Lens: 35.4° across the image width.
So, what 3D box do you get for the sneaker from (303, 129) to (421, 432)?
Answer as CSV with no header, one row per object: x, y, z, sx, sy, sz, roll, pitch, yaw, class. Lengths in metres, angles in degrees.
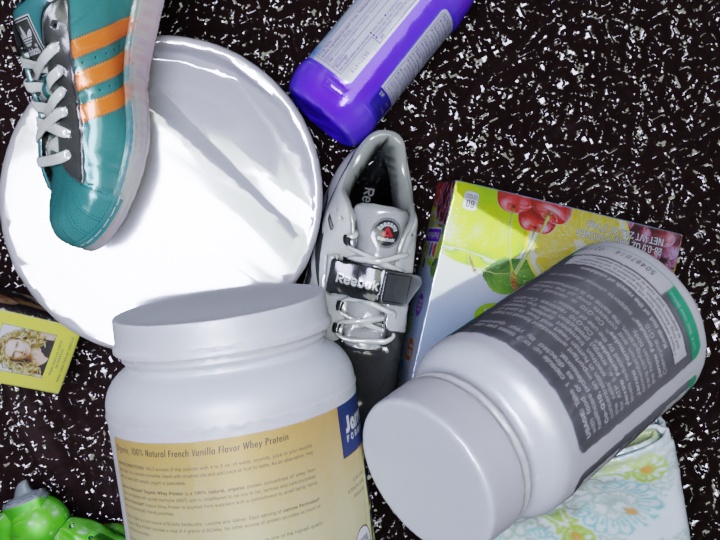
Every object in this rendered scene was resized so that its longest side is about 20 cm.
0.000,0.000,0.725,0.074,0.089,0.201,6,65,-10,sneaker

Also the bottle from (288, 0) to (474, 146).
0.034,-0.178,0.765,0.065,0.084,0.200,39,88,1,bottle

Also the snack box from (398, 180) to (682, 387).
0.116,0.053,0.790,0.168,0.068,0.201,12,92,-8,snack box

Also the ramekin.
-0.127,-0.048,0.745,0.201,0.094,0.204,0,92,-6,ramekin

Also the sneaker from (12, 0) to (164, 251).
-0.165,-0.114,0.644,0.080,0.071,0.201,11,81,-41,sneaker

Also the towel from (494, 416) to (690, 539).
0.137,0.193,0.760,0.170,0.048,0.201,-13,120,8,towel

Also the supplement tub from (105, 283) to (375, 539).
-0.067,0.116,0.647,0.144,0.144,0.201,-8,98,-6,supplement tub

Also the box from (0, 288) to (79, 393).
-0.277,0.026,0.689,0.200,0.075,0.050,18,93,-45,box

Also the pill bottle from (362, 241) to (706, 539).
0.103,0.071,0.658,0.200,0.113,0.114,-29,95,-37,pill bottle

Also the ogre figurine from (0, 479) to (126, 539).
-0.186,0.224,0.742,0.199,0.098,0.120,29,92,21,ogre figurine
